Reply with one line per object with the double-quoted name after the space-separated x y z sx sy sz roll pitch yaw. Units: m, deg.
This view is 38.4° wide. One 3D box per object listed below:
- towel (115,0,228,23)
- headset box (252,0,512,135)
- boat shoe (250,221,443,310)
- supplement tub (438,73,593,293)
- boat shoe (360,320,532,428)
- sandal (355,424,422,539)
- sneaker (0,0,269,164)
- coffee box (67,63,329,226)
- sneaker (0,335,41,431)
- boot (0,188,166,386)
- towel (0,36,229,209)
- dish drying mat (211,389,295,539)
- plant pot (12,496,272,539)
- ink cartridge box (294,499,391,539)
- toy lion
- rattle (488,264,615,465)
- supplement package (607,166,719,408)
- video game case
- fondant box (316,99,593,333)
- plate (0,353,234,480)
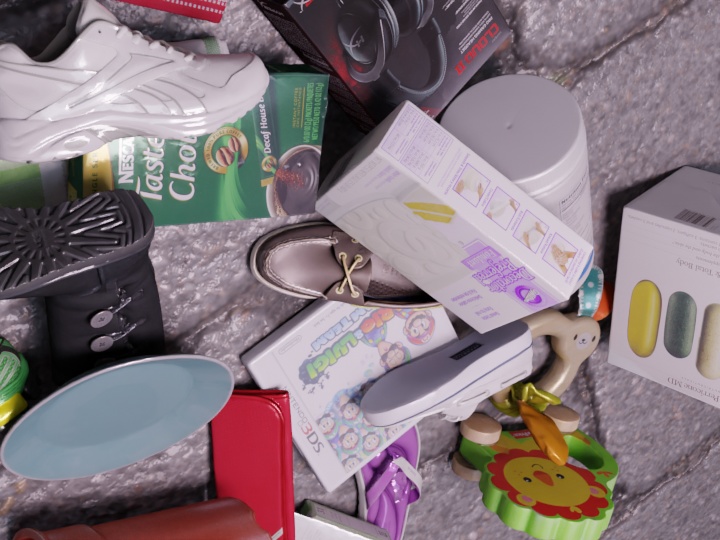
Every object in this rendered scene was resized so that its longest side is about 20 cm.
-0.137 -0.290 0.743 0.144 0.022 0.201 4 113 -38 "towel"
0.024 -0.209 0.861 0.149 0.077 0.200 -47 129 -5 "headset box"
0.000 0.000 0.943 0.199 0.059 0.072 8 98 -25 "boat shoe"
0.147 -0.067 0.957 0.132 0.132 0.200 -39 144 -12 "supplement tub"
0.094 0.117 1.024 0.199 0.073 0.066 -23 113 -20 "boat shoe"
0.036 0.237 1.116 0.082 0.050 0.204 -15 120 -29 "sandal"
-0.155 -0.135 0.693 0.199 0.078 0.100 -16 112 -26 "sneaker"
-0.124 -0.097 0.800 0.199 0.044 0.124 -5 114 -30 "coffee box"
-0.348 0.113 0.780 0.200 0.078 0.086 -40 123 -23 "sneaker"
-0.232 0.029 0.778 0.164 0.066 0.200 -10 153 -16 "boot"
-0.194 -0.099 0.803 0.199 0.031 0.150 -14 118 -26 "towel"
-0.102 0.206 0.993 0.076 0.018 0.201 1 112 3 "dish drying mat"
-0.181 0.298 0.912 0.194 0.200 0.202 -11 119 -37 "plant pot"
-0.083 0.309 1.074 0.199 0.048 0.146 24 99 -15 "ink cartridge box"
0.208 0.227 1.136 0.199 0.192 0.069 -2 115 -34 "toy lion"
0.239 0.095 1.131 0.199 0.143 0.131 -32 109 -10 "rattle"
0.386 0.015 1.156 0.150 0.151 0.201 -28 128 -40 "supplement package"
0.005 0.096 1.023 0.200 0.024 0.183 -37 121 -14 "video game case"
0.073 -0.038 0.871 0.199 0.144 0.058 35 65 -11 "fondant box"
-0.202 0.117 0.863 0.199 0.026 0.201 -22 153 -12 "plate"
